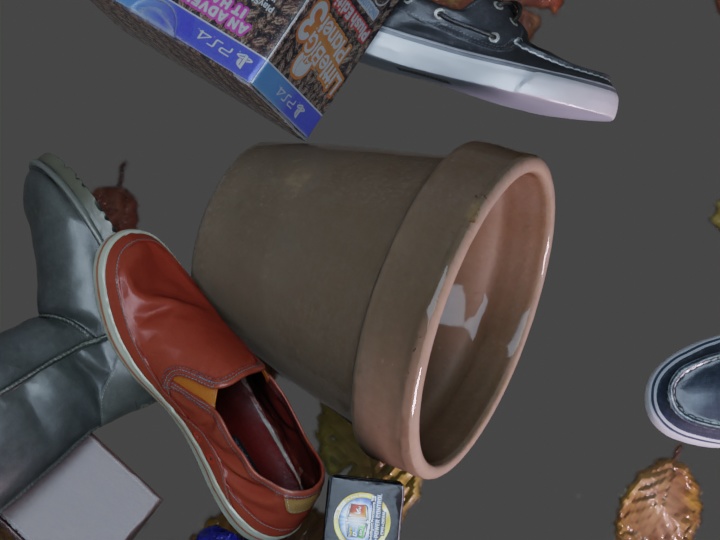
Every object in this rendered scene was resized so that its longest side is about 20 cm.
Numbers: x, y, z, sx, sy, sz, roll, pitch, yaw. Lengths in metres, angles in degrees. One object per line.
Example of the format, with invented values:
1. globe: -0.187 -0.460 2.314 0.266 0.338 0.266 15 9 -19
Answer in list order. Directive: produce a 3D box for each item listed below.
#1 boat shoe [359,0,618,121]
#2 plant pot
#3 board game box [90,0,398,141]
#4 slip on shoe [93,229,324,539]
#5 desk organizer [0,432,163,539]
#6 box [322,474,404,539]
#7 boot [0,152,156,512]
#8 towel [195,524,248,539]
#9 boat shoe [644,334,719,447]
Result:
1. boat shoe: 0.068 -0.145 1.610 0.199 0.070 0.067 16 87 9
2. plant pot: 0.000 0.000 1.549 0.174 0.200 0.201 21 86 19
3. board game box: -0.052 -0.210 1.569 0.159 0.097 0.200 33 86 26
4. slip on shoe: -0.083 0.060 1.495 0.074 0.061 0.201 -26 82 -43
5. desk organizer: -0.215 0.103 1.586 0.200 0.072 0.077 43 84 3
6. box: -0.004 0.200 1.513 0.044 0.200 0.161 5 87 1
7. boot: -0.218 0.049 1.529 0.199 0.073 0.182 -29 79 -12
8. towel: -0.092 0.254 1.535 0.049 0.148 0.201 19 84 17
9. boat shoe: 0.274 0.068 1.577 0.199 0.091 0.071 -4 86 0
